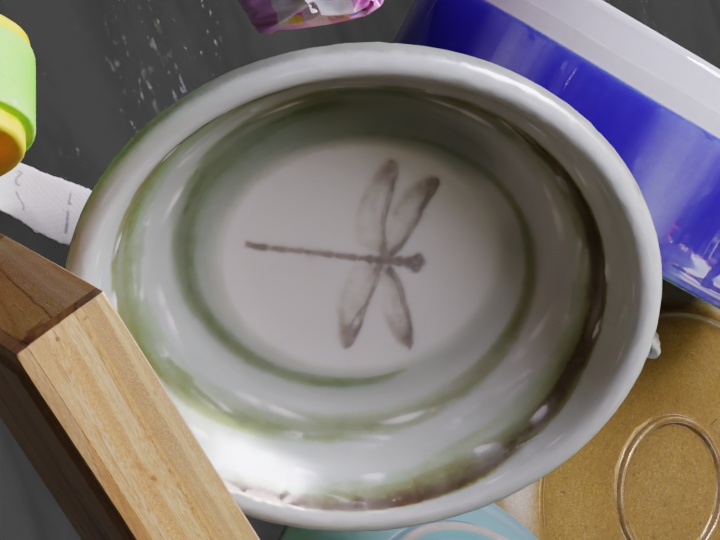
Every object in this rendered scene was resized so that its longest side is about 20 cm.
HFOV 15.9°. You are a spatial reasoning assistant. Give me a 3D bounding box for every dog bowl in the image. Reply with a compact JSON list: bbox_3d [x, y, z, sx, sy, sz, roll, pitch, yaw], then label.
[{"bbox_3d":[0.107,-0.057,1.046,0.200,0.200,0.079,23,100,-52],"label":"dog bowl"}]

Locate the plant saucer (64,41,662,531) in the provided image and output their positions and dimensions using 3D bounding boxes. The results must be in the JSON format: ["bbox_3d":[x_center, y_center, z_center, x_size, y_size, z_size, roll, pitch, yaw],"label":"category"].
[{"bbox_3d":[0.000,0.000,0.874,0.200,0.200,0.050,53,18,-32],"label":"plant saucer"}]

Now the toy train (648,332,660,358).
[{"bbox_3d":[0.027,-0.013,0.983,0.056,0.150,0.200,-53,137,-6],"label":"toy train"}]

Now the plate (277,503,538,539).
[{"bbox_3d":[0.045,0.161,0.967,0.200,0.026,0.200,26,47,-32],"label":"plate"}]

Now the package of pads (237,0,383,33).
[{"bbox_3d":[-0.011,-0.195,1.033,0.121,0.076,0.200,61,34,-27],"label":"package of pads"}]

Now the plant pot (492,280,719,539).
[{"bbox_3d":[0.127,0.094,1.108,0.200,0.027,0.200,0,89,-39],"label":"plant pot"}]

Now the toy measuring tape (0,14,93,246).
[{"bbox_3d":[-0.112,-0.044,0.818,0.200,0.074,0.074,25,57,-51],"label":"toy measuring tape"}]

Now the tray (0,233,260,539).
[{"bbox_3d":[-0.062,0.086,0.819,0.037,0.099,0.200,-37,114,-14],"label":"tray"}]
